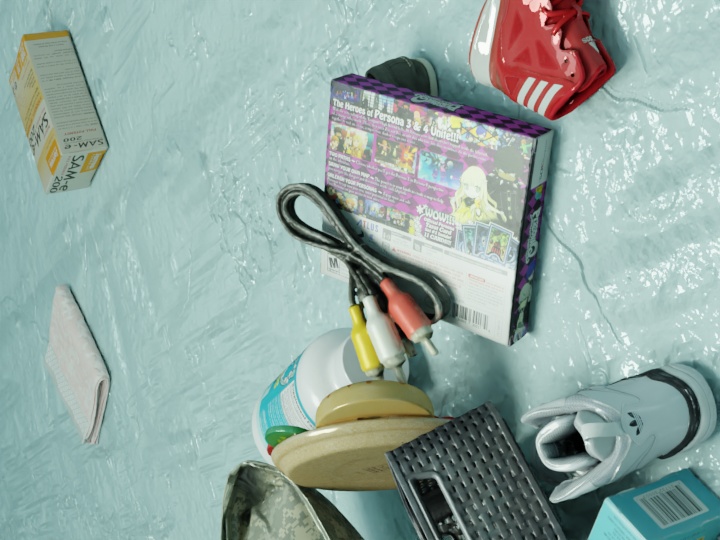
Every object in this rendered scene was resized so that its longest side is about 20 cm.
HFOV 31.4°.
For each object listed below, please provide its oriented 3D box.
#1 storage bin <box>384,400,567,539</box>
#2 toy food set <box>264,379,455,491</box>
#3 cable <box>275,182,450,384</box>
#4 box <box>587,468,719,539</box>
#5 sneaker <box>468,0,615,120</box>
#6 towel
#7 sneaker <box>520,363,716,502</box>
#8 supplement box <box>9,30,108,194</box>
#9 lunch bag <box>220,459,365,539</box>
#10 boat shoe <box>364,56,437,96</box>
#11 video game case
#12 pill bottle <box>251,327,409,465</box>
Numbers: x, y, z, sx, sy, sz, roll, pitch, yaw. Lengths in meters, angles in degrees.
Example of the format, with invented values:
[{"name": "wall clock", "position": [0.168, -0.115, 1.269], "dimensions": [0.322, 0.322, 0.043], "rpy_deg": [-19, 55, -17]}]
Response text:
[{"name": "storage bin", "position": [0.096, 0.204, 1.009], "dimensions": [0.136, 0.093, 0.200], "rpy_deg": [62, 176, 25]}, {"name": "toy food set", "position": [0.014, 0.150, 1.115], "dimensions": [0.197, 0.199, 0.049], "rpy_deg": [-26, 60, 41]}, {"name": "cable", "position": [0.000, 0.000, 1.068], "dimensions": [0.097, 0.050, 0.200], "rpy_deg": [-39, 81, 31]}, {"name": "box", "position": [0.196, 0.242, 0.946], "dimensions": [0.049, 0.082, 0.201], "rpy_deg": [48, 139, 39]}, {"name": "sneaker", "position": [0.145, -0.198, 0.906], "dimensions": [0.115, 0.078, 0.201], "rpy_deg": [41, 146, 35]}, {"name": "towel", "position": [-0.463, 0.156, 2.078], "dimensions": [0.200, 0.032, 0.192], "rpy_deg": [56, 143, 31]}, {"name": "sneaker", "position": [0.157, 0.125, 0.937], "dimensions": [0.200, 0.114, 0.076], "rpy_deg": [-38, 67, 57]}, {"name": "supplement box", "position": [-0.444, -0.230, 1.867], "dimensions": [0.126, 0.073, 0.201], "rpy_deg": [-47, 61, 55]}, {"name": "lunch bag", "position": [-0.051, 0.274, 1.197], "dimensions": [0.200, 0.117, 0.164], "rpy_deg": [55, -177, 22]}, {"name": "boat shoe", "position": [0.039, -0.085, 1.120], "dimensions": [0.067, 0.057, 0.201], "rpy_deg": [5, 105, 58]}, {"name": "video game case", "position": [0.056, -0.053, 1.060], "dimensions": [0.199, 0.036, 0.182], "rpy_deg": [20, 120, 32]}, {"name": "pill bottle", "position": [-0.025, 0.126, 1.251], "dimensions": [0.200, 0.110, 0.111], "rpy_deg": [-45, 62, 54]}]
